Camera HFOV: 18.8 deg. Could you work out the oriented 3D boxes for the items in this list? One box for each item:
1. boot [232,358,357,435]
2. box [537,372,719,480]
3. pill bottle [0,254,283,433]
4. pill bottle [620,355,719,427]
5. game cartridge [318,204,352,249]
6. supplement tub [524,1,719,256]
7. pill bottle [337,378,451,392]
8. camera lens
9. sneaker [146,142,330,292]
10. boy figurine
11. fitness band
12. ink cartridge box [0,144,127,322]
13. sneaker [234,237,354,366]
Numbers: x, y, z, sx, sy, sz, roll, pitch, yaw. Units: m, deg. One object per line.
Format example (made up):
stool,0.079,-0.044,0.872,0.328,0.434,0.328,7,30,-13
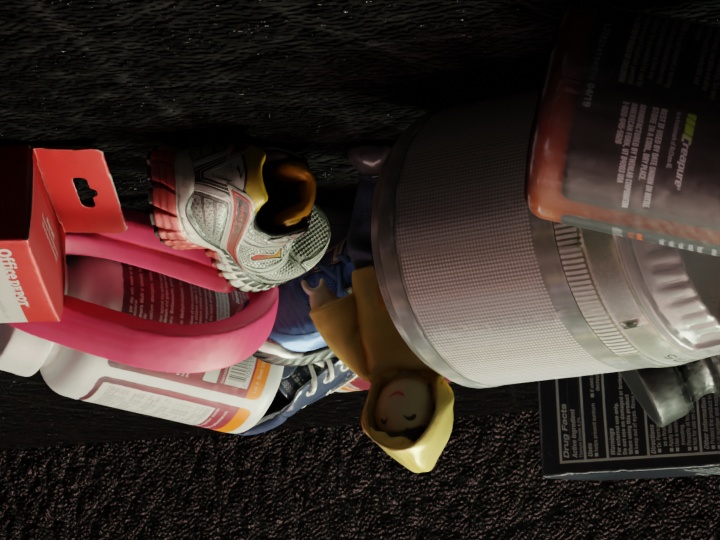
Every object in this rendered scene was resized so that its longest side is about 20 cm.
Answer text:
boot,-0.019,0.061,1.613,0.200,0.073,0.090,-37,-176,38
box,0.235,0.043,1.532,0.198,0.200,0.123,-6,171,29
pill bottle,-0.161,0.045,1.544,0.200,0.110,0.110,15,165,-26
pill bottle,0.255,0.014,1.381,0.200,0.112,0.112,-30,172,-2
game cartridge,-0.071,-0.017,1.598,0.133,0.041,0.200,10,166,-41
supplement tub,0.182,-0.056,1.004,0.200,0.107,0.107,13,174,10
pill bottle,0.059,0.031,1.683,0.200,0.114,0.114,-8,170,32
camera lens,0.118,-0.023,1.176,0.200,0.160,0.160,-10,169,39
sneaker,-0.058,-0.033,1.348,0.082,0.078,0.200,-7,171,19
boy figurine,0.022,0.023,1.334,0.124,0.200,0.064,-1,172,15
fitness band,-0.151,0.009,1.426,0.200,0.037,0.144,15,-152,13
ink cartridge box,-0.249,-0.019,1.323,0.200,0.067,0.116,-2,154,2
sneaker,0.000,0.000,1.486,0.200,0.076,0.077,-25,148,-25
